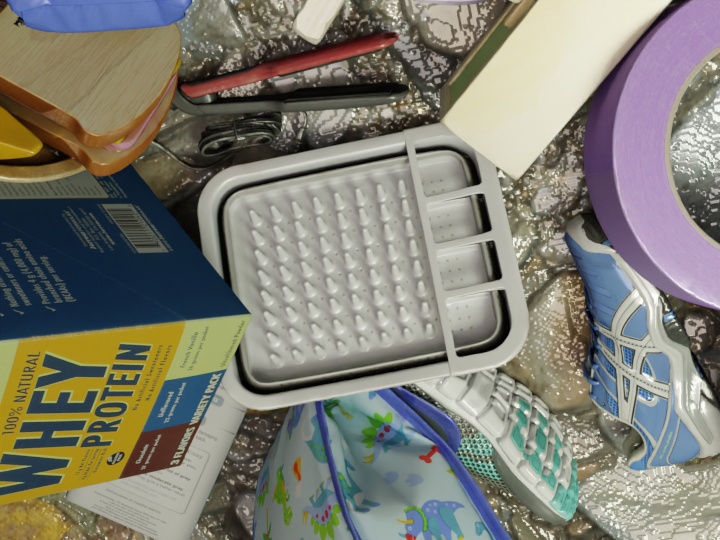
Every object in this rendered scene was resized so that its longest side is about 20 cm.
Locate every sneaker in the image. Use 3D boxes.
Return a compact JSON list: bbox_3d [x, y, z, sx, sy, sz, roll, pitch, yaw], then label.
[{"bbox_3d":[0.183,0.054,0.795,0.077,0.076,0.200,-26,104,12],"label":"sneaker"},{"bbox_3d":[0.073,0.112,0.845,0.200,0.078,0.091,45,126,-6],"label":"sneaker"}]

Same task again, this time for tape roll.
[{"bbox_3d":[0.240,-0.073,0.709,0.200,0.066,0.200,0,94,-5],"label":"tape roll"}]

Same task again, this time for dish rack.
[{"bbox_3d":[0.000,0.000,0.772,0.200,0.044,0.172,-11,71,2],"label":"dish rack"}]

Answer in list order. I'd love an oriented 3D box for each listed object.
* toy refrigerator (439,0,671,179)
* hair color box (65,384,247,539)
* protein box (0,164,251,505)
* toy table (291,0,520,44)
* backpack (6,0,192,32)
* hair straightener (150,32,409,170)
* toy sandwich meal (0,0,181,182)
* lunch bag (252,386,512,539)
[{"bbox_3d":[0.131,-0.161,0.717,0.070,0.076,0.200,36,112,-11],"label":"toy refrigerator"},{"bbox_3d":[-0.135,0.097,0.864,0.099,0.061,0.200,24,113,-2],"label":"hair color box"},{"bbox_3d":[-0.216,0.023,0.722,0.199,0.200,0.135,47,125,32],"label":"protein box"},{"bbox_3d":[0.018,-0.225,0.689,0.200,0.117,0.184,21,112,-2],"label":"toy table"},{"bbox_3d":[-0.152,-0.233,0.663,0.162,0.200,0.168,1,119,-8],"label":"backpack"},{"bbox_3d":[-0.063,-0.101,0.787,0.200,0.041,0.077,-11,109,12],"label":"hair straightener"},{"bbox_3d":[-0.211,-0.140,0.717,0.205,0.205,0.070,39,140,-8],"label":"toy sandwich meal"},{"bbox_3d":[-0.001,0.176,0.805,0.200,0.127,0.170,56,140,28],"label":"lunch bag"}]
